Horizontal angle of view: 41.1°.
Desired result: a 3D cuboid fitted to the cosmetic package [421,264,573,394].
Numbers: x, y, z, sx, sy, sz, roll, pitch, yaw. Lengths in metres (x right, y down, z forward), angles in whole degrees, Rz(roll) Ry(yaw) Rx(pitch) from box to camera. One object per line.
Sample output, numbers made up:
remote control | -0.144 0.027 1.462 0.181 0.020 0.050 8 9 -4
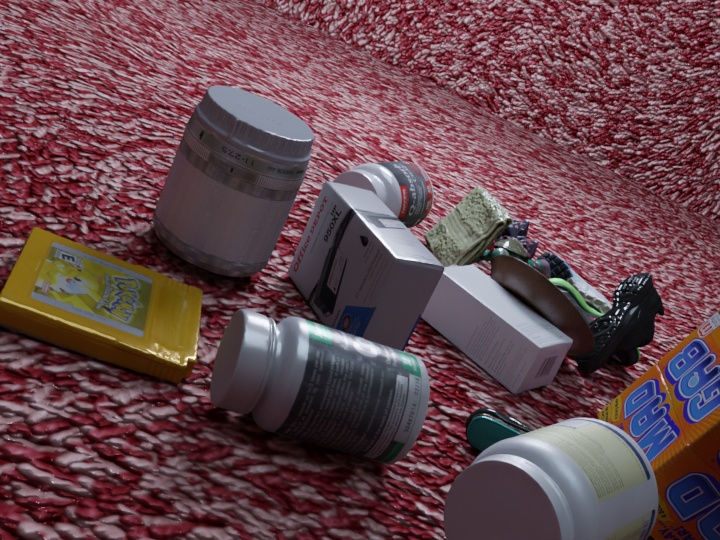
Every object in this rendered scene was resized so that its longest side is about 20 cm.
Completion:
cosmetic package | 0.186 0.078 1.358 0.199 0.082 0.112 38 23 31

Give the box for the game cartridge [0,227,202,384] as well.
game cartridge | -0.260 0.033 0.988 0.197 0.033 0.177 20 22 -16

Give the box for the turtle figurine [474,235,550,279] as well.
turtle figurine | 0.247 -0.005 1.612 0.149 0.102 0.199 36 17 25

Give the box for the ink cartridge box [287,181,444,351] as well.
ink cartridge box | 0.000 0.000 1.220 0.083 0.146 0.200 10 26 -36

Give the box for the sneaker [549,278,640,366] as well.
sneaker | 0.362 0.099 1.558 0.198 0.077 0.084 35 56 2

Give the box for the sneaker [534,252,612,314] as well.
sneaker | 0.384 0.048 1.701 0.086 0.075 0.200 13 31 -52

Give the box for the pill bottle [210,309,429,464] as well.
pill bottle | -0.041 0.113 0.947 0.197 0.114 0.114 19 22 -20

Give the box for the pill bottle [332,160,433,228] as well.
pill bottle | 0.034 -0.120 1.587 0.115 0.117 0.199 34 22 20

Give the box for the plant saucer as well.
plant saucer | 0.261 0.061 1.434 0.200 0.037 0.201 44 -13 13

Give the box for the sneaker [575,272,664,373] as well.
sneaker | 0.414 0.096 1.499 0.091 0.200 0.076 51 -22 -16

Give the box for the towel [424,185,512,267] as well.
towel | 0.172 -0.065 1.567 0.036 0.148 0.200 42 12 -17

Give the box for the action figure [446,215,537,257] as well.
action figure | 0.234 -0.071 1.786 0.197 0.070 0.131 11 31 -30

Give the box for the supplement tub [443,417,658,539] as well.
supplement tub | 0.182 0.225 0.910 0.145 0.147 0.198 39 24 31

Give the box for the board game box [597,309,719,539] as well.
board game box | 0.414 0.210 1.075 0.200 0.200 0.200 43 19 -8

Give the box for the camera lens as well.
camera lens | -0.160 -0.106 1.196 0.158 0.202 0.160 23 20 -9

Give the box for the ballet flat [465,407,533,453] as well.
ballet flat | 0.211 0.215 1.086 0.199 0.069 0.068 34 13 17
